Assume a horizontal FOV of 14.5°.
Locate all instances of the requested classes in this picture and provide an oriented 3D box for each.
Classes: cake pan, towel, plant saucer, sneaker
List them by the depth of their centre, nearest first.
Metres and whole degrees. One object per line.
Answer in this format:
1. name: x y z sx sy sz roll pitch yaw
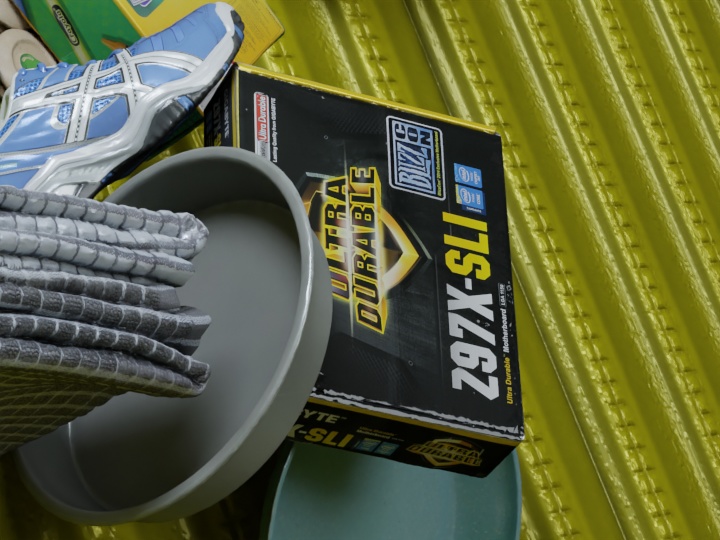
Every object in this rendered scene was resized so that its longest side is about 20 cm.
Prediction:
1. towel: -0.183 0.034 1.293 0.200 0.165 0.086 9 61 -47
2. cake pan: -0.090 0.036 1.377 0.037 0.200 0.201 33 42 -41
3. sneaker: -0.140 -0.084 1.462 0.200 0.076 0.077 -42 90 -26
4. plant saucer: 0.009 0.138 1.508 0.200 0.036 0.200 -7 100 -46

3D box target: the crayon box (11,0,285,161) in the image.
1. crayon box: -0.140 -0.174 1.566 0.200 0.058 0.119 52 35 -11

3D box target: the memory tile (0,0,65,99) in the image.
1. memory tile: -0.202 -0.176 1.556 0.153 0.017 0.200 5 61 -50

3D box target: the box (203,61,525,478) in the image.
1. box: 0.000 0.000 1.464 0.159 0.049 0.200 14 52 -23
